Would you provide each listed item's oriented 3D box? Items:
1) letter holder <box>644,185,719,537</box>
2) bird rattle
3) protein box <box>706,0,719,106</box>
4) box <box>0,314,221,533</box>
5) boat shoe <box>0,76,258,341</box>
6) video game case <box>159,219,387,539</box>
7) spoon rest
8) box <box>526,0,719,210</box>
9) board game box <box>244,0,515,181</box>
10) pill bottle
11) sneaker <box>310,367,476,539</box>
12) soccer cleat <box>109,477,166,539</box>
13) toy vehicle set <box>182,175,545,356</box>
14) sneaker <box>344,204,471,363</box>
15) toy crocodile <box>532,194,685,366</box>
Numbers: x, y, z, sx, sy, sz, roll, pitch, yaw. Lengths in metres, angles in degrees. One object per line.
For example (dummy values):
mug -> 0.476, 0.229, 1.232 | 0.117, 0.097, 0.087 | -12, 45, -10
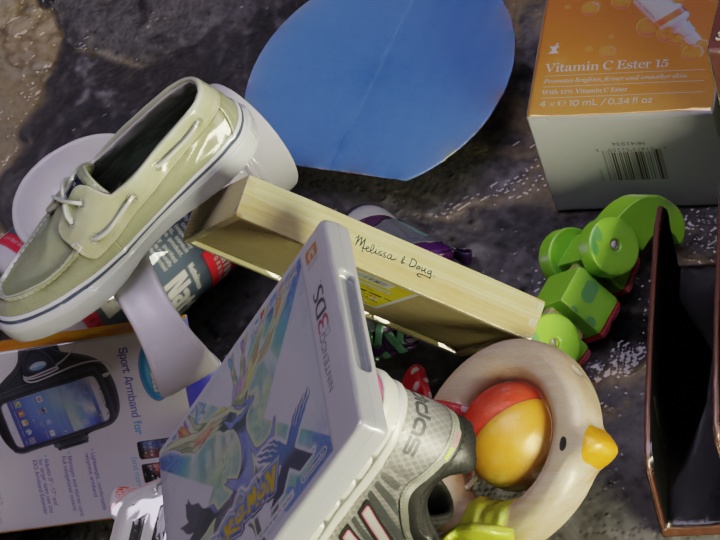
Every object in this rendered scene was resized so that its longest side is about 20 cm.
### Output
letter holder -> 0.220, 0.036, 1.644 | 0.101, 0.142, 0.200 | -4, 51, 15
bird rattle -> 0.078, 0.114, 1.646 | 0.163, 0.113, 0.200 | -46, 37, 17
protein box -> 0.312, -0.143, 1.719 | 0.135, 0.200, 0.199 | 2, 53, 21
box -> -0.174, 0.098, 1.748 | 0.200, 0.119, 0.041 | -8, 11, 10
boat shoe -> -0.152, -0.041, 1.649 | 0.200, 0.062, 0.072 | -43, 41, 4
video game case -> -0.054, 0.098, 1.558 | 0.200, 0.022, 0.182 | -55, 27, 29
spoon rest -> -0.151, -0.014, 1.712 | 0.099, 0.061, 0.200 | -30, 54, -5
box -> 0.191, -0.148, 1.833 | 0.124, 0.098, 0.200 | -2, 52, 17
board game box -> 0.017, -0.122, 1.914 | 0.200, 0.039, 0.158 | 9, 61, 31
pill bottle -> -0.142, -0.028, 1.834 | 0.200, 0.120, 0.120 | -43, 52, -16
sneaker -> 0.005, 0.139, 1.560 | 0.087, 0.200, 0.074 | 17, 40, -15
soccer cleat -> -0.105, 0.147, 1.689 | 0.085, 0.069, 0.200 | 43, 88, 10
toy vehicle set -> 0.000, 0.000, 1.684 | 0.200, 0.124, 0.027 | 23, 77, -16
sneaker -> -0.007, 0.042, 1.765 | 0.088, 0.074, 0.200 | 18, 59, 24
toy crocodile -> 0.133, 0.027, 1.741 | 0.200, 0.062, 0.068 | -55, 17, -23
